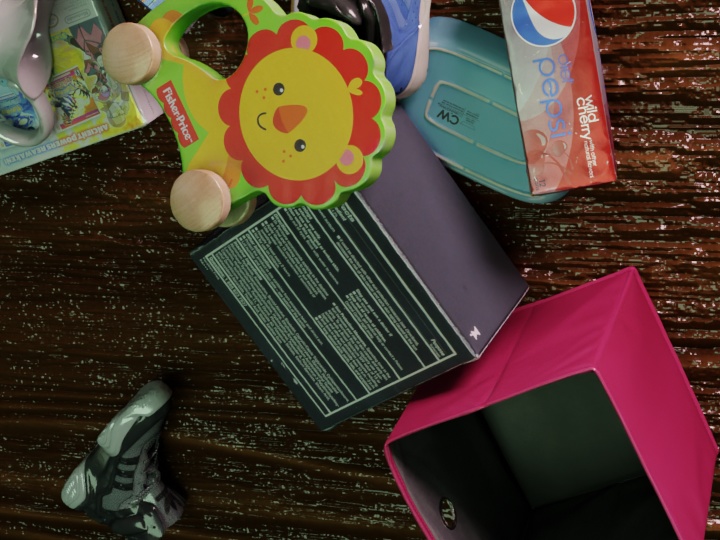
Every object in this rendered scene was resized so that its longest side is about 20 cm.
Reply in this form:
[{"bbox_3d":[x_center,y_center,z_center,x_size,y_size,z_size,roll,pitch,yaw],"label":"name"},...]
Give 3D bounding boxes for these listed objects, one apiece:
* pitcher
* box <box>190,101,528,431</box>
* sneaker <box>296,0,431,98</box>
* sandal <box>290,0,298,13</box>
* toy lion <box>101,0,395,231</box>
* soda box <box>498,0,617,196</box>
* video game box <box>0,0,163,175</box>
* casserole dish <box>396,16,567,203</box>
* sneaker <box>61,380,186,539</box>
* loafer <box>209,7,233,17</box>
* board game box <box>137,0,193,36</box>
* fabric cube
[{"bbox_3d":[-0.362,-0.192,1.192,0.198,0.122,0.173,11,129,4],"label":"pitcher"},{"bbox_3d":[0.000,0.000,1.166,0.198,0.123,0.201,-28,102,42],"label":"box"},{"bbox_3d":[0.003,-0.233,1.068,0.076,0.111,0.202,10,104,33],"label":"sneaker"},{"bbox_3d":[-0.060,-0.206,1.147,0.059,0.079,0.209,9,107,17],"label":"sandal"},{"bbox_3d":[-0.074,-0.132,1.038,0.191,0.069,0.202,-29,84,19],"label":"toy lion"},{"bbox_3d":[0.150,-0.163,1.062,0.069,0.063,0.202,-9,96,11],"label":"soda box"},{"bbox_3d":[-0.299,-0.194,1.250,0.198,0.047,0.184,-14,104,25],"label":"video game box"},{"bbox_3d":[0.105,-0.128,1.139,0.198,0.039,0.122,26,118,8],"label":"casserole dish"},{"bbox_3d":[-0.214,0.199,1.379,0.114,0.076,0.200,40,125,-1],"label":"sneaker"},{"bbox_3d":[-0.178,-0.293,1.159,0.199,0.073,0.073,31,85,-2],"label":"loafer"},{"bbox_3d":[-0.135,-0.310,1.099,0.135,0.034,0.201,39,94,-1],"label":"board game box"},{"bbox_3d":[0.165,0.147,1.147,0.199,0.200,0.197,-22,105,26],"label":"fabric cube"}]
